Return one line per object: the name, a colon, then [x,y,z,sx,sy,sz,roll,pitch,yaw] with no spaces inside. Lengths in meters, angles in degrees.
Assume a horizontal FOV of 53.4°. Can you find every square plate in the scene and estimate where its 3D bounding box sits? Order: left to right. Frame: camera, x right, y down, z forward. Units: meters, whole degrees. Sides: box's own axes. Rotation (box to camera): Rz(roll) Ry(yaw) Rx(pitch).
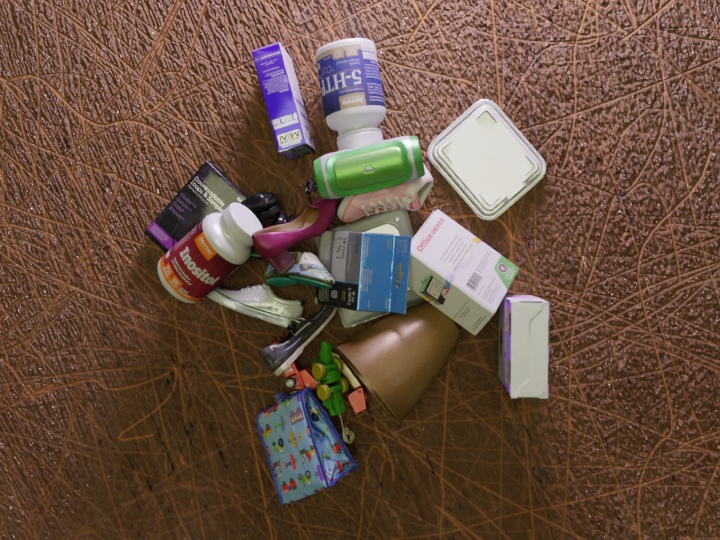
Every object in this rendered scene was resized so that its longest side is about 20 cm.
square plate: [0.027,-0.008,1.433,0.197,0.028,0.201,-19,89,5]

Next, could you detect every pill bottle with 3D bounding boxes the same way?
pill bottle: [-0.284,-0.036,1.368,0.200,0.113,0.113,-39,87,20]
pill bottle: [-0.014,-0.332,1.385,0.119,0.120,0.202,-10,90,6]

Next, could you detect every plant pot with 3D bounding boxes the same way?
plant pot: [0.087,0.154,1.367,0.200,0.186,0.187,-40,87,-8]

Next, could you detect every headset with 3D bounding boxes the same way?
headset: [-0.173,-0.111,1.429,0.199,0.094,0.124,-35,112,15]

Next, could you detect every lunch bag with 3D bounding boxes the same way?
lunch bag: [-0.124,0.333,1.401,0.150,0.094,0.201,-32,81,37]

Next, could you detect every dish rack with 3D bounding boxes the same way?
dish rack: [0.248,-0.218,1.399,0.171,0.044,0.200,-41,88,4]

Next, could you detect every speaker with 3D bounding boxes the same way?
speaker: [0.017,-0.191,1.334,0.198,0.088,0.089,-12,90,5]

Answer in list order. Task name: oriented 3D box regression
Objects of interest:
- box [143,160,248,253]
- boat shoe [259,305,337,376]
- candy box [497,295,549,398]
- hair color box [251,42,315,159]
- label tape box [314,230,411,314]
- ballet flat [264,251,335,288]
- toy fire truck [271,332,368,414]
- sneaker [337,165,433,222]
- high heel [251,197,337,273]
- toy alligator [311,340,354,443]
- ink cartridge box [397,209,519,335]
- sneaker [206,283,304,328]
box: [-0.325,-0.103,1.463,0.143,0.036,0.200,42,93,3]
boat shoe: [-0.117,0.116,1.386,0.063,0.073,0.200,43,55,-1]
candy box: [0.298,0.133,1.321,0.071,0.200,0.169,0,92,5]
hair color box: [-0.149,-0.328,1.404,0.064,0.109,0.201,-17,89,6]
label tape box: [0.000,0.000,1.332,0.199,0.063,0.145,6,92,50]
ballet flat: [-0.117,-0.004,1.375,0.199,0.074,0.075,2,92,46]
toy fire truck: [-0.080,0.206,1.437,0.140,0.049,0.201,-24,88,5]
sneaker: [0.054,-0.141,1.394,0.200,0.075,0.105,-39,70,2]
high heel: [-0.120,-0.095,1.352,0.067,0.096,0.200,7,52,42]
toy alligator: [-0.060,0.237,1.387,0.054,0.059,0.202,-15,88,46]
ink cartridge box: [0.179,0.001,1.354,0.199,0.145,0.084,36,138,4]
sneaker: [-0.209,0.059,1.444,0.199,0.073,0.071,18,84,-4]
